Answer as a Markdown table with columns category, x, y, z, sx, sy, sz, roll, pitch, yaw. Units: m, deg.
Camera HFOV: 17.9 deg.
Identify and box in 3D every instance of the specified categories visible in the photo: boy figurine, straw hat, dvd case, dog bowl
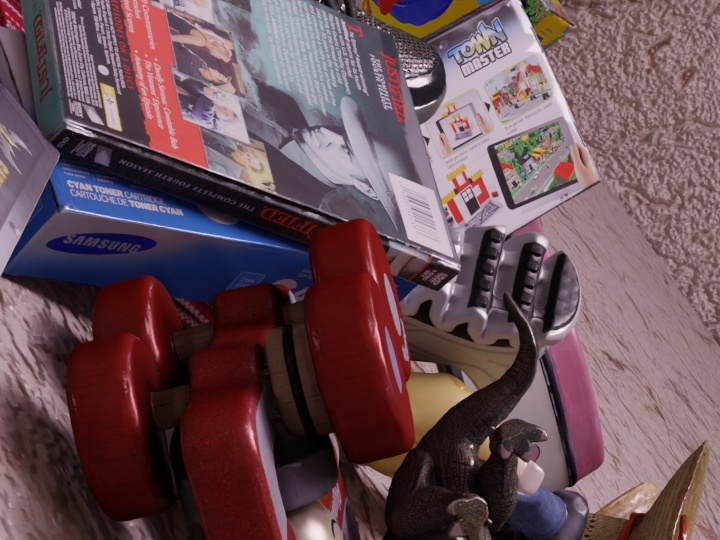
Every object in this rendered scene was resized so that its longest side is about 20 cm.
| category | x | y | z | sx | sy | sz | roll | pitch | yaw |
| --- | --- | --- | --- | --- | --- | --- | --- | --- | --- |
| boy figurine | 0.029 | 0.084 | 1.082 | 0.124 | 0.064 | 0.200 | 8 | -23 | 45 |
| straw hat | 0.115 | 0.165 | 1.180 | 0.085 | 0.201 | 0.201 | 16 | 5 | 12 |
| dvd case | -0.052 | -0.076 | 0.956 | 0.200 | 0.022 | 0.146 | 18 | 41 | -35 |
| dog bowl | 0.077 | 0.038 | 1.268 | 0.200 | 0.074 | 0.200 | -16 | 90 | -89 |

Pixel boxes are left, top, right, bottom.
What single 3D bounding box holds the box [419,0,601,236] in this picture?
| category | x | y | z | sx | sy | sz | roll | pitch | yaw |
| --- | --- | --- | --- | --- | --- | --- | --- | --- | --- |
| box | 0.020 | -0.050 | 1.155 | 0.035 | 0.200 | 0.110 | -9 | -72 | 61 |

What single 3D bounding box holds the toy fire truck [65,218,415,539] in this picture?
| category | x | y | z | sx | sy | sz | roll | pitch | yaw |
| --- | --- | --- | --- | --- | --- | --- | --- | --- | --- |
| toy fire truck | -0.028 | 0.083 | 0.845 | 0.200 | 0.112 | 0.168 | -87 | 162 | -76 |

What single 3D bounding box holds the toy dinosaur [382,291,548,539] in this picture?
| category | x | y | z | sx | sy | sz | roll | pitch | yaw |
| --- | --- | --- | --- | --- | --- | --- | --- | --- | --- |
| toy dinosaur | 0.035 | 0.110 | 0.923 | 0.102 | 0.077 | 0.200 | 160 | -73 | -64 |

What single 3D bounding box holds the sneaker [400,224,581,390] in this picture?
| category | x | y | z | sx | sy | sz | roll | pitch | yaw |
| --- | --- | --- | --- | --- | --- | --- | --- | --- | --- |
| sneaker | 0.000 | 0.000 | 1.076 | 0.200 | 0.081 | 0.075 | 25 | 53 | -2 |

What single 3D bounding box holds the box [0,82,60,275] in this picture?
| category | x | y | z | sx | sy | sz | roll | pitch | yaw |
| --- | --- | --- | --- | --- | --- | --- | --- | --- | --- |
| box | -0.178 | -0.057 | 0.751 | 0.158 | 0.048 | 0.200 | 52 | 12 | -15 |

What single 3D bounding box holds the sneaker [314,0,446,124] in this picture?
| category | x | y | z | sx | sy | sz | roll | pitch | yaw |
| --- | --- | --- | --- | --- | --- | --- | --- | --- | --- |
| sneaker | -0.037 | -0.132 | 1.062 | 0.199 | 0.114 | 0.076 | 18 | 35 | -18 |

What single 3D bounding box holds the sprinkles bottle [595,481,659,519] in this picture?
| category | x | y | z | sx | sy | sz | roll | pitch | yaw |
| --- | --- | --- | --- | --- | --- | --- | --- | --- | --- |
| sprinkles bottle | 0.210 | 0.231 | 1.433 | 0.200 | 0.068 | 0.068 | 56 | 12 | 10 |

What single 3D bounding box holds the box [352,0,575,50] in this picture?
| category | x | y | z | sx | sy | sz | roll | pitch | yaw |
| --- | --- | --- | --- | --- | --- | --- | --- | --- | --- |
| box | -0.006 | -0.181 | 1.434 | 0.200 | 0.193 | 0.122 | 55 | 11 | 7 |

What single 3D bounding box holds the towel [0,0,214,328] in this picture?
| category | x | y | z | sx | sy | sz | roll | pitch | yaw |
| --- | --- | --- | --- | --- | --- | --- | --- | --- | --- |
| towel | -0.124 | -0.062 | 1.047 | 0.145 | 0.022 | 0.200 | 43 | 16 | -43 |

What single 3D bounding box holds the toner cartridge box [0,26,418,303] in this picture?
| category | x | y | z | sx | sy | sz | roll | pitch | yaw |
| --- | --- | --- | --- | --- | --- | --- | --- | --- | --- |
| toner cartridge box | -0.068 | -0.036 | 0.952 | 0.200 | 0.043 | 0.095 | 9 | 47 | -44 |
